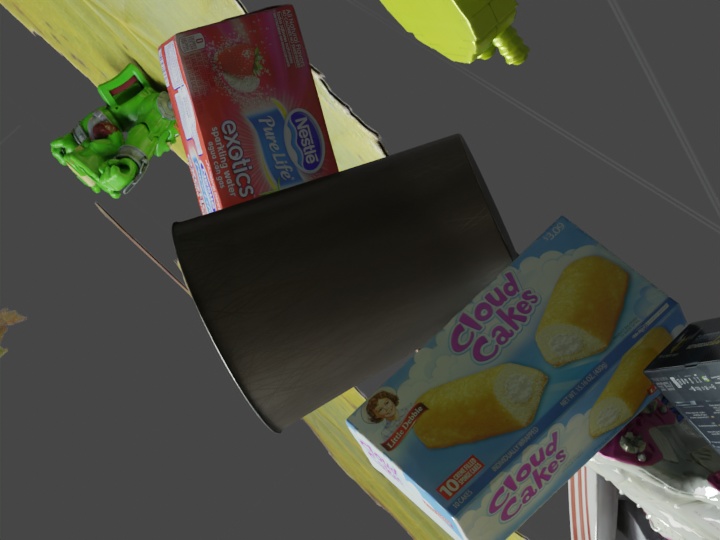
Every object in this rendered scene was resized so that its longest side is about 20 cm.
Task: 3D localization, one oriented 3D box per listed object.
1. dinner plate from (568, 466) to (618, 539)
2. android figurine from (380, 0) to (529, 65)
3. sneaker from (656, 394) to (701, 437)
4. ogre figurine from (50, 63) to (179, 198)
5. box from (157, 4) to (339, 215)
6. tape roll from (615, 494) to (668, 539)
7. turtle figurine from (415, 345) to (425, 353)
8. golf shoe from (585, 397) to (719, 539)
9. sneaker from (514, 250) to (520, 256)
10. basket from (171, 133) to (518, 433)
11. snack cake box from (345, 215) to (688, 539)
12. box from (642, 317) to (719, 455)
[{"bbox_3d":[0.172,0.146,1.785,0.200,0.024,0.201,1,-90,-90],"label":"dinner plate"},{"bbox_3d":[0.020,-0.189,1.312,0.200,0.041,0.182,50,170,-17],"label":"android figurine"},{"bbox_3d":[0.174,0.079,1.654,0.200,0.075,0.088,42,170,23],"label":"sneaker"},{"bbox_3d":[-0.247,-0.142,2.497,0.098,0.120,0.200,43,173,-5],"label":"ogre figurine"},{"bbox_3d":[-0.075,-0.086,1.788,0.100,0.095,0.200,177,78,-78],"label":"box"},{"bbox_3d":[0.246,0.249,1.752,0.200,0.066,0.201,161,90,-84],"label":"tape roll"},{"bbox_3d":[0.082,0.050,1.897,0.200,0.065,0.161,17,-158,-26],"label":"turtle figurine"},{"bbox_3d":[0.195,0.137,1.595,0.200,0.075,0.092,26,132,17],"label":"golf shoe"},{"bbox_3d":[0.025,-0.010,1.797,0.199,0.114,0.076,39,138,38],"label":"sneaker"},{"bbox_3d":[0.000,0.000,1.630,0.180,0.200,0.136,61,-173,-46],"label":"basket"},{"bbox_3d":[0.104,0.075,1.554,0.115,0.200,0.067,40,168,36],"label":"snack cake box"},{"bbox_3d":[0.259,0.096,1.409,0.158,0.051,0.200,47,170,-3],"label":"box"}]
